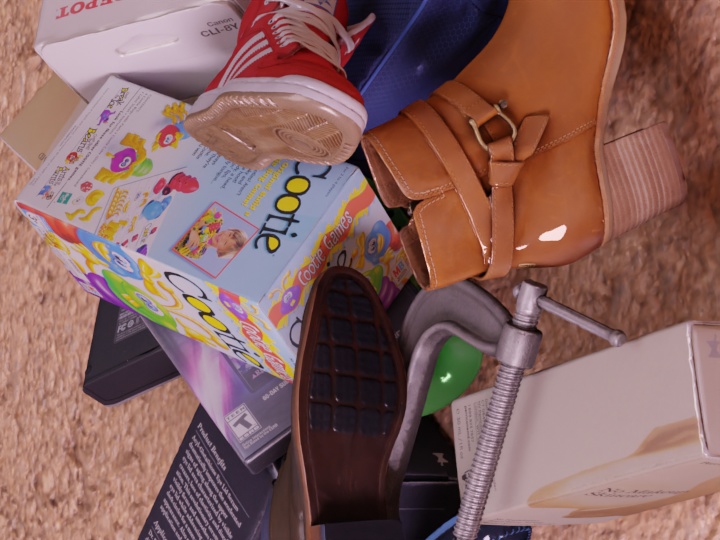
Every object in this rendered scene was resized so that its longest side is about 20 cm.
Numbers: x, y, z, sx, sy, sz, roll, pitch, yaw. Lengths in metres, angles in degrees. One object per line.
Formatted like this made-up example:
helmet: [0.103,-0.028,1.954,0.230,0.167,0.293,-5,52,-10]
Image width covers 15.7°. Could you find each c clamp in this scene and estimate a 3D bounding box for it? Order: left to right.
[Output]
c clamp: [0.054,0.088,1.395,0.171,0.027,0.200,39,116,51]

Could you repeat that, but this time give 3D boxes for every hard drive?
hard drive: [-0.118,-0.018,1.758,0.139,0.033,0.200,-25,43,36]

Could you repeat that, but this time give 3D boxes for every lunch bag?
lunch bag: [0.063,-0.140,1.519,0.200,0.132,0.136,-53,28,36]

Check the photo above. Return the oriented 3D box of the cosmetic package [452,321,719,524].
cosmetic package: [0.149,0.084,1.385,0.200,0.105,0.071,-23,68,53]

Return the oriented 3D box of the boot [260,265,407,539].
boot: [-0.027,0.102,1.439,0.097,0.075,0.200,-25,62,53]

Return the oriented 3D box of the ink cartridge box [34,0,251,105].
ink cartridge box: [-0.110,-0.206,1.619,0.145,0.083,0.200,-12,53,26]

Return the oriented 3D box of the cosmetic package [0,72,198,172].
cosmetic package: [-0.141,-0.128,1.773,0.200,0.071,0.105,-49,42,-3]

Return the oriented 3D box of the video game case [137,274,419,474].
video game case: [-0.055,0.016,1.579,0.143,0.019,0.200,-36,50,-3]

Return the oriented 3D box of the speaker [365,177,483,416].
speaker: [0.000,0.000,1.631,0.200,0.088,0.089,56,130,41]

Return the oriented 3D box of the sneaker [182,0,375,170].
sneaker: [-0.029,-0.117,1.410,0.113,0.071,0.200,-59,18,-11]

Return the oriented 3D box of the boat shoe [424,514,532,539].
boat shoe: [0.063,0.206,1.547,0.069,0.084,0.200,60,150,28]

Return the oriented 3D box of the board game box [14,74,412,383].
board game box: [-0.085,-0.022,1.540,0.200,0.103,0.105,22,68,36]

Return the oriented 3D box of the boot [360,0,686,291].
boot: [0.068,-0.095,1.385,0.077,0.155,0.200,155,95,-77]

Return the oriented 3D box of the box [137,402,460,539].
box: [-0.047,0.172,1.628,0.104,0.148,0.200,53,127,43]
